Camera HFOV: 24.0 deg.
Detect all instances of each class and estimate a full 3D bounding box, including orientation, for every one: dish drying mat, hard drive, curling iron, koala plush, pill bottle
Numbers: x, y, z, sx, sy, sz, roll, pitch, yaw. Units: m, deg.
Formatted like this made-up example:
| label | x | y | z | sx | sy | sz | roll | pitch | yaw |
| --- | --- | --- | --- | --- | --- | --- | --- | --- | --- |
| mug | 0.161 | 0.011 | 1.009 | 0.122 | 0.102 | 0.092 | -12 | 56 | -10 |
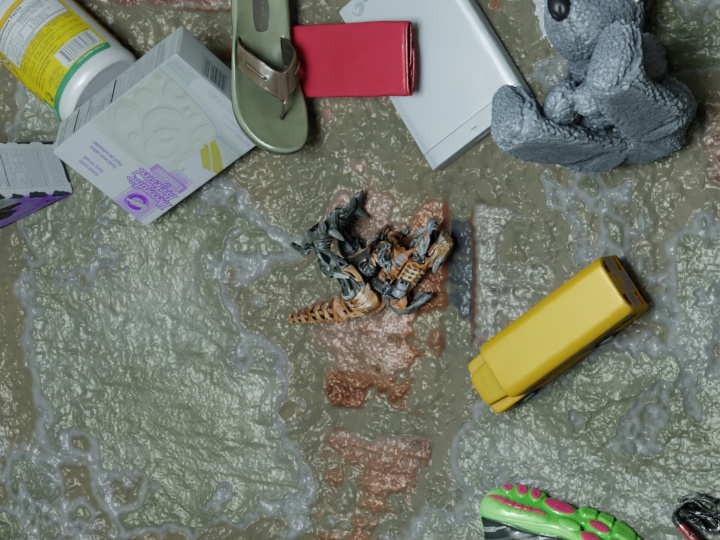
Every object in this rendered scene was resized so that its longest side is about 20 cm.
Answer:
| label | x | y | z | sx | sy | sz | roll | pitch | yaw |
| --- | --- | --- | --- | --- | --- | --- | --- | --- | --- |
| dish drying mat | -0.021 | -0.222 | 1.786 | 0.199 | 0.018 | 0.078 | 4 | 98 | 41 |
| hard drive | 0.076 | -0.224 | 1.750 | 0.132 | 0.027 | 0.201 | -36 | 77 | 27 |
| curling iron | 0.370 | 0.299 | 1.633 | 0.050 | 0.025 | 0.201 | -42 | 75 | 29 |
| koala plush | 0.226 | -0.212 | 1.612 | 0.177 | 0.183 | 0.202 | -27 | 60 | 40 |
| pill bottle | -0.355 | -0.260 | 1.940 | 0.200 | 0.112 | 0.113 | 42 | 113 | 19 |

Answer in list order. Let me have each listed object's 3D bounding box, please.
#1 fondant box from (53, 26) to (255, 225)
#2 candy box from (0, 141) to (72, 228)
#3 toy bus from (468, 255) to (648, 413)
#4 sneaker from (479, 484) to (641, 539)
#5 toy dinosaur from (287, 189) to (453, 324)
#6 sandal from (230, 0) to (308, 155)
| label | x | y | z | sx | sy | sz | roll | pitch | yaw |
| --- | --- | --- | --- | --- | --- | --- | --- | --- | --- |
| fondant box | -0.216 | -0.155 | 1.856 | 0.199 | 0.144 | 0.059 | -33 | 34 | 28 |
| candy box | -0.465 | -0.089 | 1.968 | 0.167 | 0.199 | 0.072 | -22 | 84 | 29 |
| toy bus | 0.190 | 0.067 | 1.683 | 0.200 | 0.078 | 0.065 | -39 | 76 | 26 |
| sneaker | 0.210 | 0.285 | 1.706 | 0.199 | 0.077 | 0.085 | 24 | 123 | 29 |
| toy dinosaur | 0.000 | 0.000 | 1.782 | 0.199 | 0.102 | 0.136 | -35 | 94 | 5 |
| sandal | -0.099 | -0.221 | 1.783 | 0.057 | 0.079 | 0.203 | 164 | 97 | -74 |
